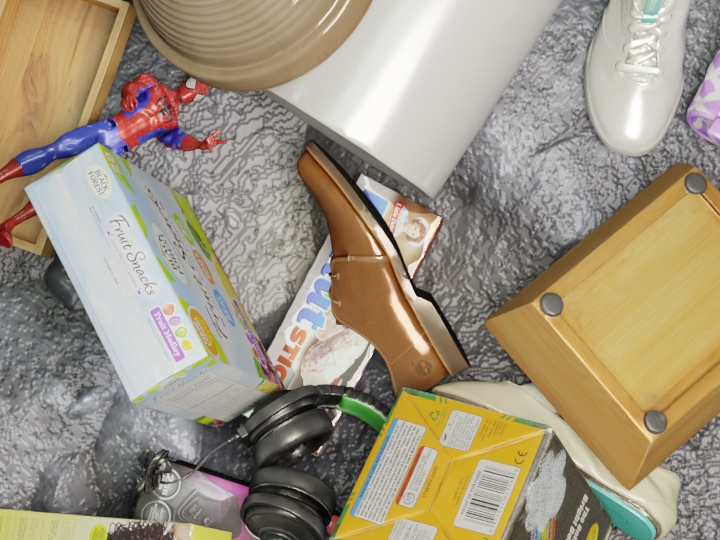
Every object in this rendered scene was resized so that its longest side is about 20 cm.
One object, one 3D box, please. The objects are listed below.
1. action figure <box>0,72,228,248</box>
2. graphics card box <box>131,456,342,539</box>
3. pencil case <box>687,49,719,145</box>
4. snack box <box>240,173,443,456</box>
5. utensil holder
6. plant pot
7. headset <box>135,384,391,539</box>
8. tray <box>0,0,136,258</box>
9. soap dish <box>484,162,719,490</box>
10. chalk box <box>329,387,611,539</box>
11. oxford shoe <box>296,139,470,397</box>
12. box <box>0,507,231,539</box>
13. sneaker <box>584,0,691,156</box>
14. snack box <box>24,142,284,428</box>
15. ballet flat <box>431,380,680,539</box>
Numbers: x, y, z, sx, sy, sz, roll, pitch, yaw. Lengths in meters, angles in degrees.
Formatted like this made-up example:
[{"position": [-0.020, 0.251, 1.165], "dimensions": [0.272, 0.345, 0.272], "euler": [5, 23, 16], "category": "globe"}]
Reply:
[{"position": [-0.180, -0.090, 1.431], "dimensions": [0.199, 0.099, 0.066], "euler": [-36, 111, -25], "category": "action figure"}, {"position": [-0.077, 0.223, 1.441], "dimensions": [0.198, 0.051, 0.126], "euler": [18, 88, 7], "category": "graphics card box"}, {"position": [0.312, -0.173, 1.414], "dimensions": [0.083, 0.085, 0.201], "euler": [27, 89, 8], "category": "pencil case"}, {"position": [-0.015, 0.034, 1.463], "dimensions": [0.072, 0.024, 0.201], "euler": [28, 89, 8], "category": "snack box"}, {"position": [0.038, -0.177, 1.405], "dimensions": [0.169, 0.170, 0.201], "euler": [33, 90, 7], "category": "utensil holder"}, {"position": [-0.087, -0.232, 1.340], "dimensions": [0.199, 0.093, 0.203], "euler": [-8, 73, 27], "category": "plant pot"}, {"position": [-0.058, 0.147, 1.404], "dimensions": [0.198, 0.094, 0.124], "euler": [6, 61, -18], "category": "headset"}, {"position": [-0.250, -0.121, 1.490], "dimensions": [0.098, 0.037, 0.202], "euler": [19, 86, 6], "category": "tray"}, {"position": [0.213, 0.032, 1.390], "dimensions": [0.200, 0.081, 0.158], "euler": [-38, 81, -18], "category": "soap dish"}, {"position": [0.088, 0.191, 1.367], "dimensions": [0.123, 0.200, 0.125], "euler": [13, 65, 31], "category": "chalk box"}, {"position": [0.000, 0.000, 1.418], "dimensions": [0.071, 0.071, 0.201], "euler": [-30, 86, 7], "category": "oxford shoe"}, {"position": [-0.187, 0.213, 1.403], "dimensions": [0.199, 0.050, 0.076], "euler": [-2, 76, 35], "category": "box"}, {"position": [0.209, -0.186, 1.430], "dimensions": [0.075, 0.088, 0.202], "euler": [11, 87, 4], "category": "sneaker"}, {"position": [-0.139, 0.016, 1.375], "dimensions": [0.067, 0.200, 0.170], "euler": [-31, 76, 8], "category": "snack box"}, {"position": [0.147, 0.123, 1.429], "dimensions": [0.199, 0.069, 0.070], "euler": [33, 89, 5], "category": "ballet flat"}]
